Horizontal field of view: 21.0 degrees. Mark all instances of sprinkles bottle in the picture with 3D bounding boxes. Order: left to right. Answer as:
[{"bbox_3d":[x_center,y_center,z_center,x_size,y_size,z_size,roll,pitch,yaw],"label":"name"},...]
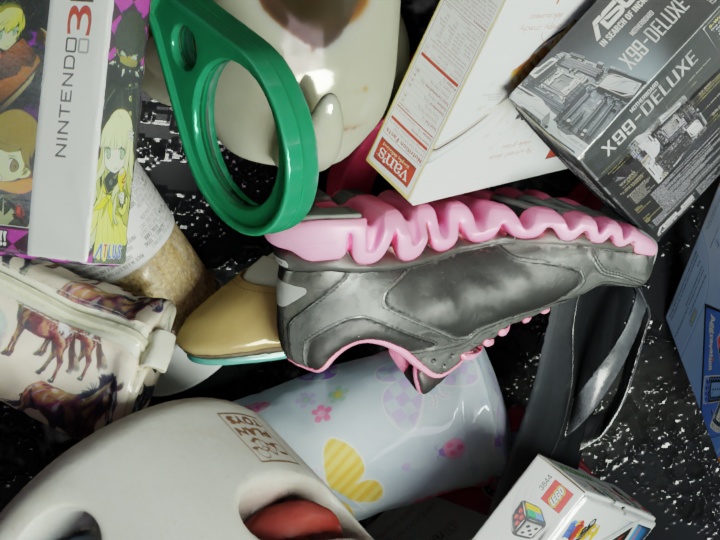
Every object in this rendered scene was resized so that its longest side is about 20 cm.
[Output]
[{"bbox_3d":[-0.133,-0.030,0.962,0.068,0.068,0.200,-30,119,2],"label":"sprinkles bottle"}]

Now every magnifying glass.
[{"bbox_3d":[-0.074,-0.103,0.830,0.022,0.200,0.080,-17,155,-34],"label":"magnifying glass"}]

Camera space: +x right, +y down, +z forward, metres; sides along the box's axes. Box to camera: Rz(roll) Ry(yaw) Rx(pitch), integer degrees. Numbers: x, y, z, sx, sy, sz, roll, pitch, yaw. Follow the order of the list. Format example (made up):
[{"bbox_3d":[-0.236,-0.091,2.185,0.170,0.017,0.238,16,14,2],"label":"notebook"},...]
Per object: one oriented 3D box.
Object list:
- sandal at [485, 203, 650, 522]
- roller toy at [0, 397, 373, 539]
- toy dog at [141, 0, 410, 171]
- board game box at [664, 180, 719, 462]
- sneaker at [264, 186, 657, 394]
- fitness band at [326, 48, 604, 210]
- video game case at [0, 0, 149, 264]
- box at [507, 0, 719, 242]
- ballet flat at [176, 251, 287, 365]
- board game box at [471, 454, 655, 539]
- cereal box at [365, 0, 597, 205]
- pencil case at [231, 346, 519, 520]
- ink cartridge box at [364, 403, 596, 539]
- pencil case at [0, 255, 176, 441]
[{"bbox_3d":[0.119,0.062,1.008,0.076,0.043,0.200,24,82,-62],"label":"sandal"},{"bbox_3d":[-0.085,0.155,0.895,0.200,0.140,0.183,-30,149,-24],"label":"roller toy"},{"bbox_3d":[-0.034,-0.159,0.860,0.139,0.194,0.200,8,120,-4],"label":"toy dog"},{"bbox_3d":[0.199,0.019,0.995,0.019,0.103,0.200,-10,153,-9],"label":"board game box"},{"bbox_3d":[0.047,0.010,0.928,0.200,0.079,0.096,-1,101,-19],"label":"sneaker"},{"bbox_3d":[0.073,-0.061,1.019,0.144,0.037,0.200,39,100,-24],"label":"fitness band"},{"bbox_3d":[-0.185,-0.102,0.832,0.200,0.036,0.182,7,92,22],"label":"video game case"},{"bbox_3d":[0.172,-0.116,0.909,0.200,0.050,0.158,-47,156,6],"label":"box"},{"bbox_3d":[0.000,0.000,0.973,0.200,0.069,0.063,-10,108,-24],"label":"ballet flat"},{"bbox_3d":[0.058,0.185,0.951,0.200,0.035,0.126,-53,154,4],"label":"board game box"},{"bbox_3d":[0.096,-0.126,0.889,0.144,0.040,0.200,-15,140,-45],"label":"cereal box"},{"bbox_3d":[-0.018,0.091,1.026,0.200,0.091,0.083,-18,121,3],"label":"pencil case"},{"bbox_3d":[0.098,0.196,1.053,0.148,0.200,0.086,-41,151,6],"label":"ink cartridge box"},{"bbox_3d":[-0.181,0.015,0.921,0.200,0.089,0.078,24,67,4],"label":"pencil case"}]
